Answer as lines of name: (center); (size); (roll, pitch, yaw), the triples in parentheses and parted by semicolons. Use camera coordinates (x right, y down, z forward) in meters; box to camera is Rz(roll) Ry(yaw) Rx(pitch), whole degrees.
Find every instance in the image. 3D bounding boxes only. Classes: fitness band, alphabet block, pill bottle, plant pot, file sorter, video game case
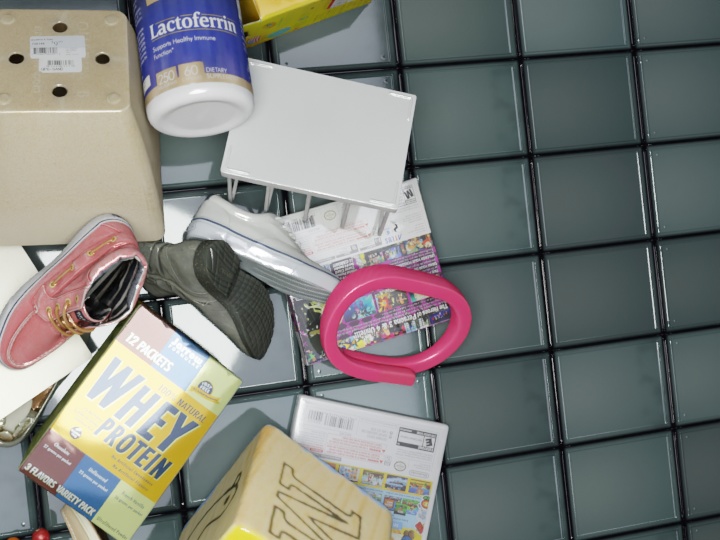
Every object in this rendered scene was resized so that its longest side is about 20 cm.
fitness band: (0.042, 0.065, 1.197); (0.197, 0.038, 0.145); (12, 114, -31)
alphabet block: (-0.092, 0.332, 1.096); (0.195, 0.200, 0.196); (35, 108, -9)
pill bottle: (-0.181, -0.255, 1.062); (0.114, 0.116, 0.204); (-8, 77, -13)
plant pot: (-0.310, -0.161, 1.057); (0.196, 0.178, 0.203); (-2, 59, -12)
file sorter: (-0.051, -0.134, 1.161); (0.196, 0.125, 0.141); (12, 71, -4)
video game case: (-0.001, 0.263, 1.239); (0.197, 0.023, 0.185); (13, 86, -13)
video game case: (0.000, 0.000, 1.236); (0.197, 0.036, 0.184); (-17, 93, -12)

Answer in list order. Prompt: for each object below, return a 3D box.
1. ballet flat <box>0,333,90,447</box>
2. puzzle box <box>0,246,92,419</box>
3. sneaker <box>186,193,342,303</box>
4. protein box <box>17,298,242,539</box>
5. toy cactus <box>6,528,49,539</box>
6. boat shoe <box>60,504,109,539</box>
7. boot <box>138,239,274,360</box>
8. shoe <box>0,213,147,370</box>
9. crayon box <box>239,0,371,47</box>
ballet flat: (-0.361, 0.109, 1.138); (0.067, 0.064, 0.202); (27, 83, -11)
puzzle box: (-0.399, 0.047, 1.083); (0.132, 0.025, 0.202); (-34, 95, -24)
sneaker: (-0.101, -0.028, 1.162); (0.198, 0.073, 0.072); (27, 67, -16)
protein box: (-0.249, 0.154, 1.094); (0.134, 0.198, 0.201); (37, 82, -11)
toy cactus: (-0.398, 0.399, 1.117); (0.199, 0.102, 0.166); (-38, 108, -16)
boat shoe: (-0.305, 0.358, 1.145); (0.064, 0.072, 0.203); (-23, 100, -13)
boot: (-0.186, 0.025, 1.171); (0.129, 0.201, 0.068); (5, 54, 27)
shoe: (-0.298, 0.038, 1.027); (0.200, 0.091, 0.071); (-48, 128, 3)
crayon box: (-0.072, -0.322, 1.179); (0.197, 0.127, 0.052); (-24, 94, -13)
